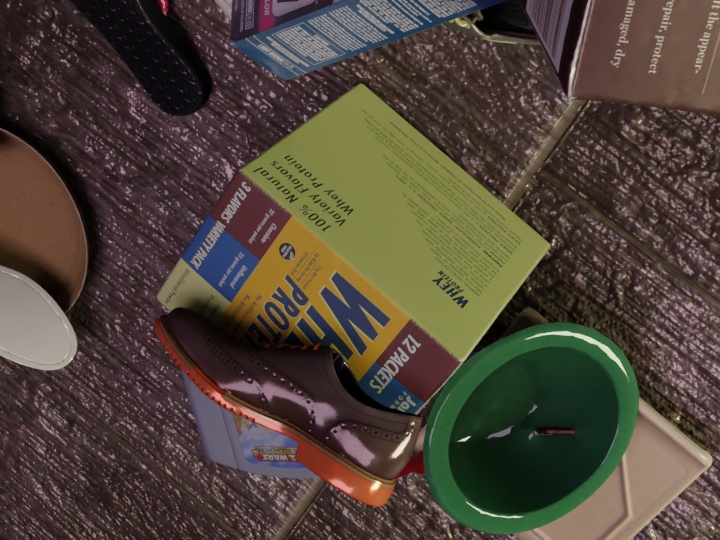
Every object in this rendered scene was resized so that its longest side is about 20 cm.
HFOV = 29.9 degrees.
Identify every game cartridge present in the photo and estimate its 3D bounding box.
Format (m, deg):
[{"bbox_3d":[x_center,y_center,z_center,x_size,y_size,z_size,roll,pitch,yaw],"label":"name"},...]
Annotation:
[{"bbox_3d":[-0.066,0.116,1.177,0.199,0.041,0.134,-4,106,31],"label":"game cartridge"}]

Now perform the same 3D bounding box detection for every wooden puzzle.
[{"bbox_3d":[0.158,0.143,1.088,0.185,0.037,0.200,40,130,5],"label":"wooden puzzle"}]

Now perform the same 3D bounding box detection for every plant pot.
[{"bbox_3d":[-0.328,-0.044,1.243,0.199,0.027,0.201,11,119,21],"label":"plant pot"}]

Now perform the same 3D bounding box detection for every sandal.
[{"bbox_3d":[-0.185,-0.216,1.085,0.075,0.045,0.201,-13,122,36],"label":"sandal"}]

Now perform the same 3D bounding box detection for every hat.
[{"bbox_3d":[0.092,0.096,1.058,0.199,0.176,0.166,-33,117,-4],"label":"hat"}]

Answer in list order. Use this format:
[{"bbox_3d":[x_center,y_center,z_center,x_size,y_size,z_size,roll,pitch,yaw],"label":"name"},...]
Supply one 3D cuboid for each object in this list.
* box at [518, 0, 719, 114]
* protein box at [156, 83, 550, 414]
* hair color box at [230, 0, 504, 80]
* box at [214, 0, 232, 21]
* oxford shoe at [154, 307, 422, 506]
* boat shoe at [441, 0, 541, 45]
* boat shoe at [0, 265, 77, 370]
[{"bbox_3d":[0.211,-0.193,0.774,0.198,0.166,0.165,4,119,-8],"label":"box"},{"bbox_3d":[0.000,0.000,0.993,0.198,0.200,0.135,40,125,3],"label":"protein box"},{"bbox_3d":[0.013,-0.200,0.846,0.199,0.060,0.101,-14,63,33],"label":"hair color box"},{"bbox_3d":[-0.100,-0.278,0.983,0.095,0.078,0.200,-36,95,34],"label":"box"},{"bbox_3d":[-0.048,0.073,0.903,0.199,0.071,0.073,33,96,13],"label":"oxford shoe"},{"bbox_3d":[0.093,-0.196,0.936,0.200,0.060,0.073,11,119,22],"label":"boat shoe"},{"bbox_3d":[-0.346,0.030,1.248,0.199,0.073,0.062,30,167,3],"label":"boat shoe"}]
